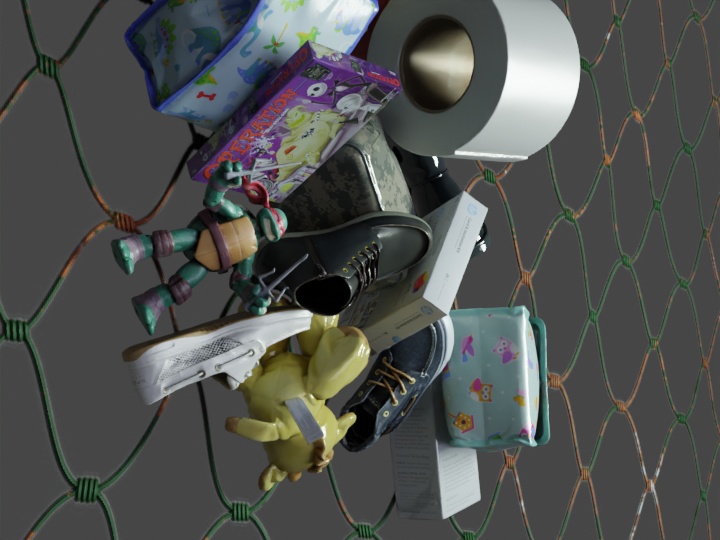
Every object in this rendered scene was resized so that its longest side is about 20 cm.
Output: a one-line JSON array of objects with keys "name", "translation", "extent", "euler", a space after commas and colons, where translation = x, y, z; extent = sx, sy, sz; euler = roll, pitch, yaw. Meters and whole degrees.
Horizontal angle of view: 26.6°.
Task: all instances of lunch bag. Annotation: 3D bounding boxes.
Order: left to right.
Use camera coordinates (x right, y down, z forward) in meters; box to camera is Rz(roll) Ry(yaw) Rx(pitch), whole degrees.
[{"name": "lunch bag", "translation": [-0.101, -0.233, 1.492], "extent": [0.170, 0.200, 0.128], "euler": [13, 48, -55]}, {"name": "lunch bag", "translation": [-0.013, -0.087, 1.684], "extent": [0.168, 0.139, 0.200], "euler": [-64, 139, -54]}, {"name": "lunch bag", "translation": [0.165, 0.133, 1.837], "extent": [0.200, 0.122, 0.171], "euler": [34, 53, -76]}]

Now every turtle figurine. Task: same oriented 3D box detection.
[{"name": "turtle figurine", "translation": [-0.135, -0.023, 1.479], "extent": [0.200, 0.101, 0.150], "euler": [-24, 95, -15]}]

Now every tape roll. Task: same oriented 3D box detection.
[{"name": "tape roll", "translation": [0.125, -0.224, 1.699], "extent": [0.139, 0.202, 0.203], "euler": [-2, 90, -48]}]

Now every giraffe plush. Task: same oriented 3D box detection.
[{"name": "giraffe plush", "translation": [-0.069, 0.139, 1.589], "extent": [0.162, 0.172, 0.200], "euler": [83, -5, -53]}]

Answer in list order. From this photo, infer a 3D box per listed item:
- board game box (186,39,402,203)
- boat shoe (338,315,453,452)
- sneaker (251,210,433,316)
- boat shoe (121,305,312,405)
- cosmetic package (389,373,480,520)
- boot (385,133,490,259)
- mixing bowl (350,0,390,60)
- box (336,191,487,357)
[{"name": "board game box", "translation": [-0.067, -0.142, 1.502], "extent": [0.120, 0.200, 0.032], "euler": [17, 46, -38]}, {"name": "boat shoe", "translation": [0.040, 0.127, 1.745], "extent": [0.091, 0.071, 0.201], "euler": [-35, 155, -50]}, {"name": "sneaker", "translation": [0.000, 0.000, 1.544], "extent": [0.200, 0.106, 0.075], "euler": [-13, 119, -23]}, {"name": "boat shoe", "translation": [-0.134, 0.083, 1.497], "extent": [0.200, 0.071, 0.070], "euler": [-16, 94, -23]}, {"name": "cosmetic package", "translation": [0.089, 0.201, 1.888], "extent": [0.102, 0.074, 0.201], "euler": [-12, 96, -57]}, {"name": "boot", "translation": [0.076, -0.117, 1.813], "extent": [0.168, 0.076, 0.200], "euler": [65, -2, -32]}, {"name": "mixing bowl", "translation": [0.025, -0.337, 1.784], "extent": [0.200, 0.108, 0.201], "euler": [2, 88, -57]}, {"name": "box", "translation": [0.052, 0.012, 1.729], "extent": [0.041, 0.200, 0.156], "euler": [34, 54, -16]}]
